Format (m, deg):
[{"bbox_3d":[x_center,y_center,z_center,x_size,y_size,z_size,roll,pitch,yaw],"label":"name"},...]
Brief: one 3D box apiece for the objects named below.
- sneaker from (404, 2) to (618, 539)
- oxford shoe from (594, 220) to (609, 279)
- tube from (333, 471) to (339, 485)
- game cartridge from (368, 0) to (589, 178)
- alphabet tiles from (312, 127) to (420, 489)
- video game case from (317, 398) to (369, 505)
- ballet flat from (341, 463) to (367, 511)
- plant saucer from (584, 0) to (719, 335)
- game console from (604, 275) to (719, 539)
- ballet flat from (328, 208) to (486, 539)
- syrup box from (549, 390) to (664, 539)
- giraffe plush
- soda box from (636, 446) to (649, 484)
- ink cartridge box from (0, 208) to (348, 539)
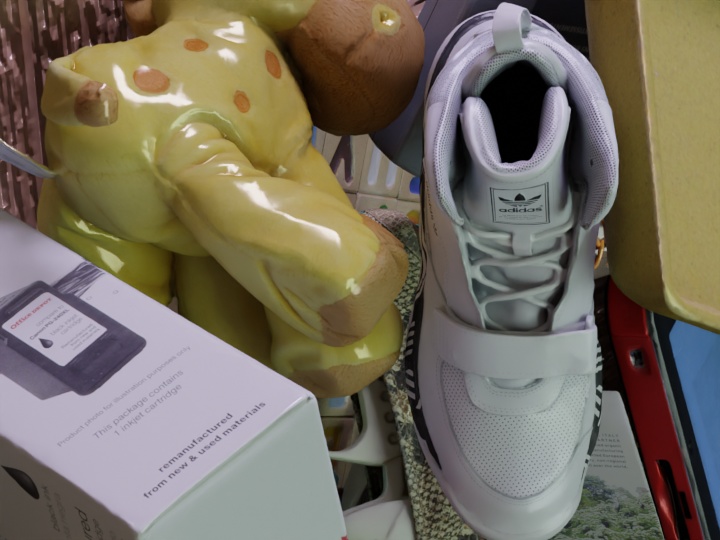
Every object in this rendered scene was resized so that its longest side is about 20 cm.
[{"bbox_3d":[0.053,0.001,0.913,0.115,0.075,0.201,62,28,-87],"label":"sneaker"},{"bbox_3d":[0.101,-0.026,1.198,0.200,0.073,0.072,-40,136,-40],"label":"oxford shoe"},{"bbox_3d":[-0.091,0.134,1.056,0.200,0.050,0.078,-45,138,-14],"label":"tube"},{"bbox_3d":[0.101,-0.084,1.058,0.199,0.042,0.134,4,128,-38],"label":"game cartridge"},{"bbox_3d":[0.000,0.000,1.128,0.166,0.006,0.201,5,97,-58],"label":"alphabet tiles"},{"bbox_3d":[-0.042,0.158,1.175,0.181,0.025,0.200,-55,142,-15],"label":"video game case"},{"bbox_3d":[0.024,0.128,1.125,0.072,0.068,0.201,6,79,-22],"label":"ballet flat"},{"bbox_3d":[0.151,-0.052,0.987,0.199,0.048,0.201,19,61,-44],"label":"plant saucer"},{"bbox_3d":[0.185,0.050,1.318,0.177,0.031,0.201,-48,128,-50],"label":"game console"},{"bbox_3d":[0.009,0.075,1.069,0.075,0.068,0.201,-11,84,-21],"label":"ballet flat"},{"bbox_3d":[0.093,0.147,1.162,0.078,0.201,0.082,3,129,-13],"label":"syrup box"},{"bbox_3d":[-0.045,-0.067,0.972,0.200,0.172,0.163,40,63,-18],"label":"giraffe plush"},{"bbox_3d":[0.077,0.172,1.293,0.201,0.071,0.063,-59,144,-10],"label":"soda box"},{"bbox_3d":[-0.098,0.077,0.917,0.083,0.199,0.146,-38,135,-27],"label":"ink cartridge box"}]
